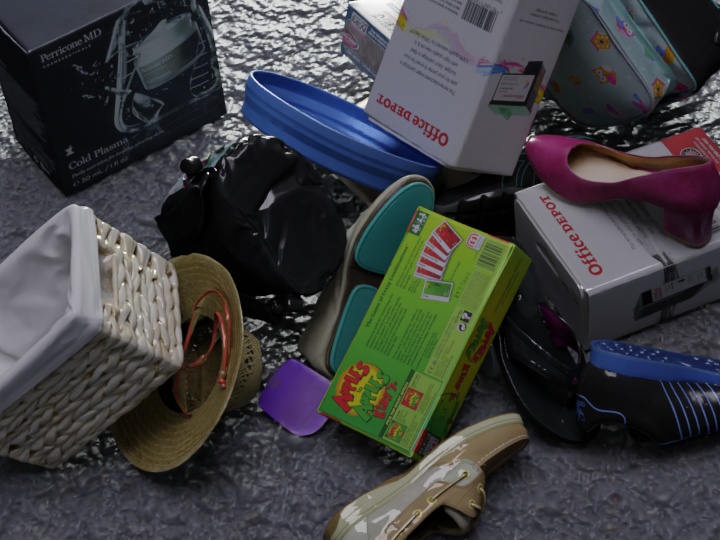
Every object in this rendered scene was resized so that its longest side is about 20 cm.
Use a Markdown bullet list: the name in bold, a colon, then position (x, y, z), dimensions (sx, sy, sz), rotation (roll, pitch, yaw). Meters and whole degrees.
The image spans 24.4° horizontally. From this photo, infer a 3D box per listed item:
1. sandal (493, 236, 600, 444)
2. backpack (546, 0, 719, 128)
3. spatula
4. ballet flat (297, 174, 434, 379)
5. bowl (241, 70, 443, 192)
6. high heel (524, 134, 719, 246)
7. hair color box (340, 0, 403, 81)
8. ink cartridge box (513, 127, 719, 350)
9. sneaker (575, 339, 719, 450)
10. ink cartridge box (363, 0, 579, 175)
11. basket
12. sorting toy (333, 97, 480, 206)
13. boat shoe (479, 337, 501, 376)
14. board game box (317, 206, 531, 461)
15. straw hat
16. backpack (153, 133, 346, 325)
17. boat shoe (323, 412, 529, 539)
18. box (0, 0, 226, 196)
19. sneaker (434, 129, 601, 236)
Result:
- **sandal**: position (0.152, 0.057, 1.441), dimensions (0.075, 0.048, 0.200), rotation (-15, 72, -29)
- **backpack**: position (0.251, -0.228, 1.637), dimensions (0.153, 0.200, 0.176), rotation (-40, 97, -18)
- **spatula**: position (-0.103, 0.083, 1.504), dimensions (0.200, 0.021, 0.057), rotation (32, 82, 34)
- **ballet flat**: position (0.000, 0.000, 1.494), dimensions (0.069, 0.069, 0.200), rotation (27, 93, 27)
- **bowl**: position (-0.019, -0.126, 1.557), dimensions (0.201, 0.039, 0.201), rotation (24, 14, -6)
- **high heel**: position (0.230, -0.097, 1.475), dimensions (0.067, 0.096, 0.200), rotation (-38, 54, -26)
- **hair color box**: position (0.090, -0.244, 1.723), dimensions (0.200, 0.061, 0.100), rotation (-15, 43, -31)
- **ink cartridge box**: position (0.260, -0.031, 1.533), dimensions (0.200, 0.083, 0.147), rotation (-20, 48, -12)
- **sneaker**: position (0.278, 0.115, 1.415), dimensions (0.200, 0.078, 0.070), rotation (12, 12, -8)
- **ink cartridge box**: position (0.104, -0.206, 1.543), dimensions (0.084, 0.200, 0.145), rotation (6, 21, -41)
- **basket**: position (-0.254, 0.063, 1.411), dimensions (0.200, 0.123, 0.136), rotation (-39, 41, 29)
- **sorting toy**: position (0.064, -0.129, 1.673), dimensions (0.185, 0.036, 0.200), rotation (-32, 53, -22)
- **boat shoe**: position (0.089, 0.014, 1.528), dimensions (0.071, 0.072, 0.200), rotation (-26, 61, -27)
- **board game box**: position (0.055, 0.056, 1.431), dimensions (0.102, 0.048, 0.200), rotation (23, 83, 31)
- **straw hat**: position (-0.133, 0.085, 1.452), dimensions (0.085, 0.201, 0.201), rotation (13, 33, -41)
- **backpack**: position (-0.101, -0.042, 1.513), dimensions (0.127, 0.167, 0.200), rotation (-33, 9, -24)
- **boat shoe**: position (0.066, 0.190, 1.367), dimensions (0.200, 0.074, 0.066), rotation (-31, 65, -19)
- **box**: position (-0.257, -0.216, 1.675), dimensions (0.200, 0.197, 0.124), rotation (-30, 52, -20)
- **sneaker**: position (0.154, -0.084, 1.599), dimensions (0.200, 0.075, 0.079), rotation (-13, 55, -20)
